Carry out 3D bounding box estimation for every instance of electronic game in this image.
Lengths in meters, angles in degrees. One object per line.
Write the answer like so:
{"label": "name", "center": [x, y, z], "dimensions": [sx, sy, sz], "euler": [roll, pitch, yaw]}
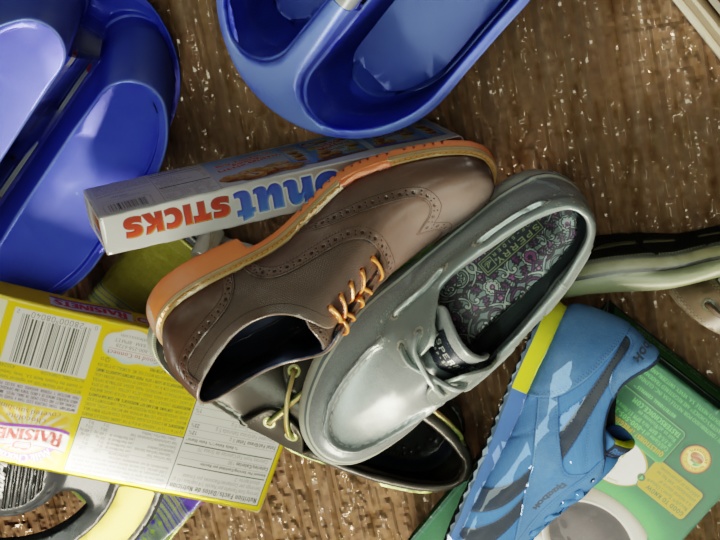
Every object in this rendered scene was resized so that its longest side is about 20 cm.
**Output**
{"label": "electronic game", "center": [-0.213, 0.112, 0.963], "dimensions": [0.198, 0.042, 0.201], "euler": [-4, 119, -7]}

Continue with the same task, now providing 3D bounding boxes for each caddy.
{"label": "caddy", "center": [0.016, -0.165, 0.847], "dimensions": [0.141, 0.105, 0.200], "euler": [41, 110, -1]}
{"label": "caddy", "center": [-0.189, -0.080, 0.930], "dimensions": [0.141, 0.105, 0.200], "euler": [30, 111, -22]}

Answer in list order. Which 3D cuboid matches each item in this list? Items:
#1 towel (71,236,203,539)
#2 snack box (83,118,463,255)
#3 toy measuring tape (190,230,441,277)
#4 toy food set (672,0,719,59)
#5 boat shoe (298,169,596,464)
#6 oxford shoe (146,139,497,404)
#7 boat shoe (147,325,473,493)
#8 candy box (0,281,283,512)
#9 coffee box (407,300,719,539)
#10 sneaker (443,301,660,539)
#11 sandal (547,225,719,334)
{"label": "towel", "center": [-0.124, 0.072, 0.996], "dimensions": [0.144, 0.023, 0.200], "euler": [43, 109, -2]}
{"label": "snack box", "center": [-0.047, -0.048, 0.875], "dimensions": [0.199, 0.072, 0.024], "euler": [-13, 107, -13]}
{"label": "toy measuring tape", "center": [0.000, 0.000, 0.920], "dimensions": [0.199, 0.074, 0.074], "euler": [18, 108, 4]}
{"label": "toy food set", "center": [0.231, -0.163, 0.832], "dimensions": [0.143, 0.060, 0.200], "euler": [-38, 95, 19]}
{"label": "boat shoe", "center": [0.044, 0.028, 0.847], "dimensions": [0.070, 0.072, 0.201], "euler": [43, 95, -14]}
{"label": "oxford shoe", "center": [-0.010, 0.004, 0.834], "dimensions": [0.199, 0.073, 0.071], "euler": [-31, 139, 3]}
{"label": "boat shoe", "center": [-0.023, 0.069, 0.910], "dimensions": [0.200, 0.061, 0.072], "euler": [22, 104, -23]}
{"label": "candy box", "center": [-0.135, 0.073, 0.929], "dimensions": [0.199, 0.026, 0.103], "euler": [15, 111, -21]}
{"label": "coffee box", "center": [0.126, 0.130, 0.944], "dimensions": [0.123, 0.044, 0.200], "euler": [37, 109, 2]}
{"label": "sneaker", "center": [0.100, 0.115, 0.889], "dimensions": [0.078, 0.066, 0.201], "euler": [24, 108, 5]}
{"label": "sandal", "center": [0.193, 0.008, 0.881], "dimensions": [0.200, 0.080, 0.058], "euler": [-4, 100, 23]}
